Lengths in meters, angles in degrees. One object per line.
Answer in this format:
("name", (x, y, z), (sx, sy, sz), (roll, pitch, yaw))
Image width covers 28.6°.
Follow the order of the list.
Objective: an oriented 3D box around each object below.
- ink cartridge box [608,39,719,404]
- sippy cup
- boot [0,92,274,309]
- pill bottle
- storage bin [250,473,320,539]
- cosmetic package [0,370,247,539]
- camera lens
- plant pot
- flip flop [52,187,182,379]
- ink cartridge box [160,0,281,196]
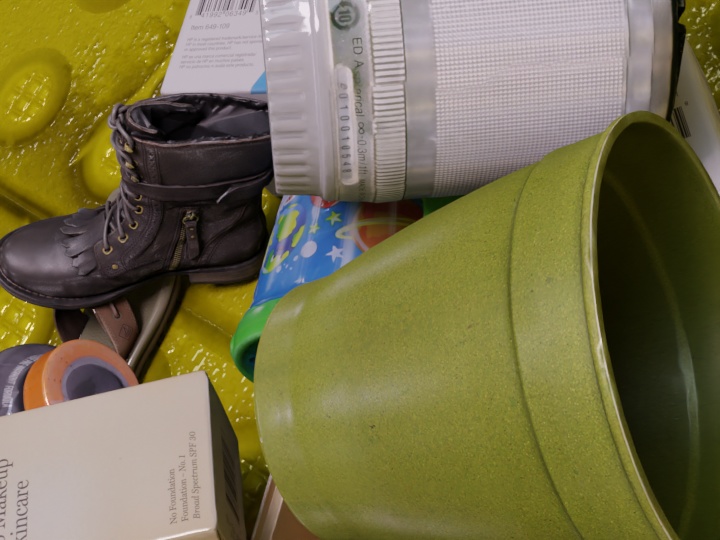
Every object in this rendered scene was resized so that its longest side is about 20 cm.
("ink cartridge box", (0.145, -0.011, 0.782), (0.145, 0.084, 0.201), (-21, 58, 18))
("sippy cup", (0.000, 0.000, 0.825), (0.177, 0.140, 0.131), (-7, 62, 25))
("boot", (-0.136, -0.050, 0.867), (0.199, 0.174, 0.070), (-8, 64, -8))
("pill bottle", (-0.219, 0.111, 0.876), (0.200, 0.106, 0.107), (-31, 53, 37))
("storage bin", (0.031, 0.217, 0.728), (0.199, 0.094, 0.200), (5, 69, 31))
("cosmetic package", (-0.164, 0.132, 0.745), (0.199, 0.073, 0.104), (-13, 49, 3))
("camera lens", (0.050, -0.118, 0.704), (0.199, 0.160, 0.161), (-5, 61, -4))
("plant pot", (0.063, 0.051, 0.643), (0.192, 0.200, 0.201), (-15, 60, 32))
("flip flop", (-0.180, 0.035, 0.956), (0.081, 0.058, 0.201), (10, 74, 37))
("ink cartridge box", (-0.006, -0.167, 0.905), (0.146, 0.146, 0.201), (3, 68, 31))
